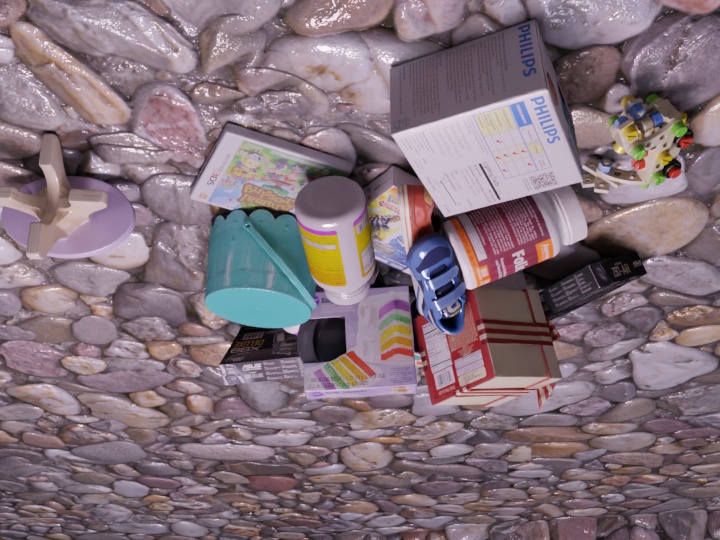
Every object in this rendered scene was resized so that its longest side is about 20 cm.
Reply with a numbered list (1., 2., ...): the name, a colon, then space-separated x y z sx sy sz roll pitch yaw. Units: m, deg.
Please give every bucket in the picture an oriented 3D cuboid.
1. bucket: -0.160 0.003 1.421 0.207 0.135 0.207 4 157 2

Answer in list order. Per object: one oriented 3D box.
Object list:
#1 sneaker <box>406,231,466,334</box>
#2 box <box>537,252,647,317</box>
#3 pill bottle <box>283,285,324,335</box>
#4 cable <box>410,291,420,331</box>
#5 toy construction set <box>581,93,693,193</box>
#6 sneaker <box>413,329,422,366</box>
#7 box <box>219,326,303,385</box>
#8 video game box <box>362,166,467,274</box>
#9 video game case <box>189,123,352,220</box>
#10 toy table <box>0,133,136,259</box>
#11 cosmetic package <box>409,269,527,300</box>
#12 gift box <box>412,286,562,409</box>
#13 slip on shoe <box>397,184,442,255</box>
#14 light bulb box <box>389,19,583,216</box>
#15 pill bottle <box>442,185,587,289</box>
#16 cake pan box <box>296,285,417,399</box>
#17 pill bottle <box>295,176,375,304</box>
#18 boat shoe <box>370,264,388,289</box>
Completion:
1. sneaker: 0.124 0.022 1.317 0.074 0.082 0.200 -29 139 -9
2. box: 0.381 0.039 1.518 0.160 0.044 0.200 -12 163 -42
3. pill bottle: -0.044 0.091 1.621 0.200 0.104 0.104 20 144 -30
4. cable: 0.162 0.109 1.573 0.200 0.163 0.051 6 163 -39
5. toy construction set: 0.386 -0.166 1.197 0.131 0.092 0.200 -21 160 -12
6. sneaker: 0.036 0.132 1.572 0.200 0.070 0.093 19 140 -12
7. box: -0.159 0.158 1.686 0.200 0.158 0.050 -7 112 13
8. video game box: 0.070 -0.075 1.400 0.200 0.047 0.182 22 140 -32
9. video game case: -0.141 -0.138 1.319 0.200 0.022 0.182 15 147 -22
10. toy table: -0.448 -0.096 1.269 0.200 0.184 0.117 -9 166 -1
11. cosmetic package: 0.193 0.023 1.491 0.200 0.071 0.101 11 149 -44
12. gift box: 0.219 0.148 1.458 0.187 0.200 0.184 4 159 -38
13. slip on shoe: 0.097 -0.059 1.321 0.061 0.074 0.200 -7 143 5
14. light bulb box: 0.167 -0.191 1.125 0.200 0.125 0.198 -14 146 21
15. pill bottle: 0.237 -0.057 1.321 0.200 0.114 0.114 -22 147 1
16. cake pan box: -0.008 0.123 1.474 0.200 0.184 0.052 -3 154 2
17. pill bottle: -0.034 -0.039 1.312 0.104 0.104 0.200 -3 137 6
18. boat shoe: 0.000 0.000 1.506 0.065 0.072 0.200 -13 151 12
